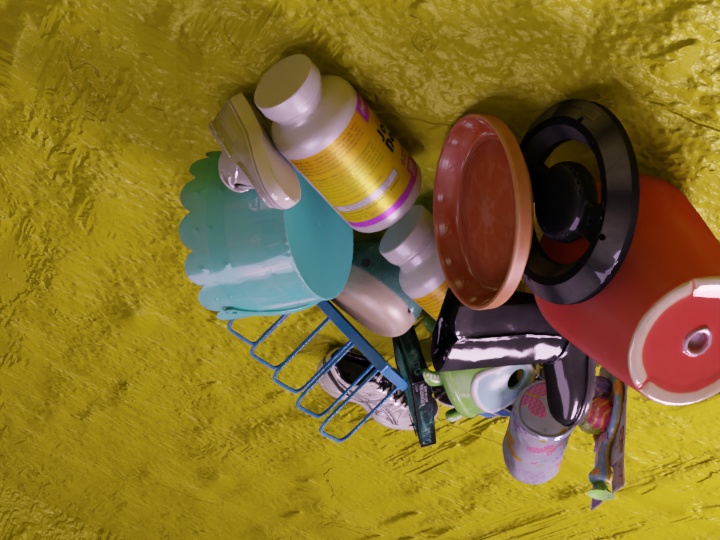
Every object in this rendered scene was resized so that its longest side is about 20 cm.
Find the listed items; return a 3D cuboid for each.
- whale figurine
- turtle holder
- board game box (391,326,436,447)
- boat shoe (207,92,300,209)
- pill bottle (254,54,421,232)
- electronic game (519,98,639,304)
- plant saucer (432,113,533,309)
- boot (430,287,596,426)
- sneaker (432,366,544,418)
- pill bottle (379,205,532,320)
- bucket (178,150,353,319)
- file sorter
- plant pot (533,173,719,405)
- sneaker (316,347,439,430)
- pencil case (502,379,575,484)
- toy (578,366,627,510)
[{"bbox_3d":[0.000,0.000,1.518,0.199,0.104,0.159,29,165,38],"label":"whale figurine"},{"bbox_3d":[0.167,0.131,1.561,0.131,0.141,0.187,-16,113,18],"label":"turtle holder"},{"bbox_3d":[0.072,0.144,1.657,0.028,0.136,0.201,-15,146,-4],"label":"board game box"},{"bbox_3d":[-0.122,-0.119,1.272,0.068,0.201,0.072,-37,136,9],"label":"boat shoe"},{"bbox_3d":[-0.025,-0.137,1.271,0.104,0.105,0.200,-6,142,38],"label":"pill bottle"},{"bbox_3d":[0.203,-0.067,1.167,0.041,0.202,0.200,2,160,-28],"label":"electronic game"},{"bbox_3d":[0.128,-0.061,1.231,0.032,0.202,0.200,-2,157,-20],"label":"plant saucer"},{"bbox_3d":[0.172,0.102,1.340,0.198,0.167,0.066,-1,-165,-29],"label":"boot"},{"bbox_3d":[0.204,0.172,1.697,0.198,0.079,0.089,7,170,13],"label":"sneaker"},{"bbox_3d":[0.118,0.014,1.410,0.200,0.105,0.104,41,145,-19],"label":"pill bottle"},{"bbox_3d":[-0.103,-0.047,1.378,0.134,0.209,0.208,-6,143,25],"label":"bucket"},{"bbox_3d":[-0.057,0.109,1.544,0.200,0.123,0.139,45,179,20],"label":"file sorter"},{"bbox_3d":[0.295,0.029,1.194,0.198,0.178,0.202,-7,119,-14],"label":"plant pot"},{"bbox_3d":[0.029,0.179,1.797,0.198,0.076,0.088,21,151,-3],"label":"sneaker"},{"bbox_3d":[0.239,0.216,1.573,0.090,0.084,0.200,-16,153,-5],"label":"pencil case"},{"bbox_3d":[0.304,0.192,1.517,0.047,0.202,0.115,9,152,-7],"label":"toy"}]
